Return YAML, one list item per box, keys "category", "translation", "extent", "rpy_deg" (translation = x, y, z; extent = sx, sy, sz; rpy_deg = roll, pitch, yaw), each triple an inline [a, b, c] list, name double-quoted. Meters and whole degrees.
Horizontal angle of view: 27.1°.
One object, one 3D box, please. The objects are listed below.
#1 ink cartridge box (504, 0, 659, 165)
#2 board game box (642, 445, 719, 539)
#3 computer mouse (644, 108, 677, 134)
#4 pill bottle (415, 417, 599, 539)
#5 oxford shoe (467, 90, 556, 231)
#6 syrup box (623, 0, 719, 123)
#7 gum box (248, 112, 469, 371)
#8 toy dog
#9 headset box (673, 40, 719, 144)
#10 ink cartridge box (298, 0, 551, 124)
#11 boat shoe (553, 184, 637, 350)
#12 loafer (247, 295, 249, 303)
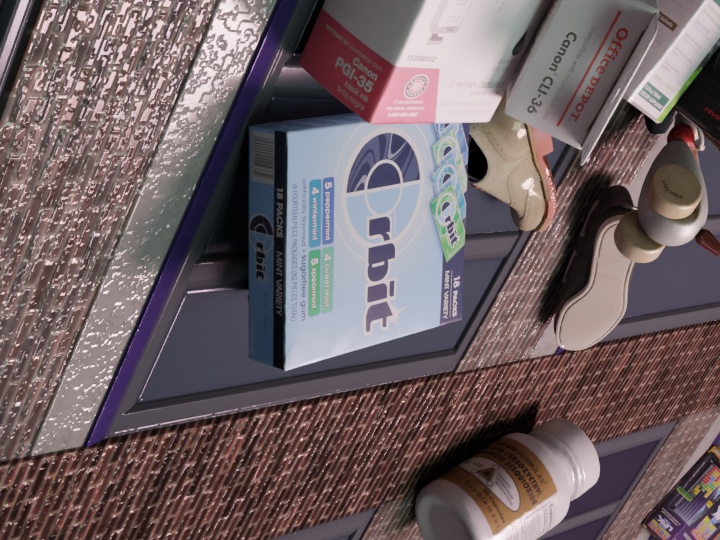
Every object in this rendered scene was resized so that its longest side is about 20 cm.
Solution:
- category: "ink cartridge box"
  translation: [0.159, -0.170, 1.092]
  extent: [0.201, 0.067, 0.117]
  rpy_deg: [-78, -168, -63]
- category: "board game box"
  translation: [0.532, 0.374, 2.340]
  extent: [0.166, 0.057, 0.200]
  rpy_deg: [-48, 150, -1]
- category: "computer mouse"
  translation: [0.320, -0.217, 1.394]
  extent: [0.201, 0.034, 0.059]
  rpy_deg: [-59, 171, 5]
- category: "pill bottle"
  translation: [0.167, 0.246, 1.655]
  extent: [0.199, 0.114, 0.115]
  rpy_deg: [-27, 145, -32]
- category: "oxford shoe"
  translation: [0.123, -0.091, 1.268]
  extent: [0.073, 0.071, 0.201]
  rpy_deg: [-18, 148, 0]
- category: "syrup box"
  translation: [0.273, -0.234, 1.258]
  extent: [0.201, 0.081, 0.078]
  rpy_deg: [-53, 150, 12]
- category: "gum box"
  translation: [0.002, -0.031, 1.117]
  extent: [0.199, 0.044, 0.172]
  rpy_deg: [-13, 110, -44]
- category: "toy dog"
  translation: [0.321, -0.086, 1.412]
  extent: [0.201, 0.096, 0.132]
  rpy_deg: [-59, 178, -14]
- category: "headset box"
  translation: [0.346, -0.216, 1.307]
  extent: [0.201, 0.149, 0.075]
  rpy_deg: [-51, 151, 9]
- category: "ink cartridge box"
  translation: [0.064, -0.206, 1.018]
  extent: [0.146, 0.083, 0.201]
  rpy_deg: [-7, 132, -48]
- category: "boat shoe"
  translation: [0.243, -0.001, 1.519]
  extent: [0.066, 0.057, 0.201]
  rpy_deg: [8, 136, -7]
- category: "loafer"
  translation: [0.000, 0.000, 1.196]
  extent: [0.198, 0.072, 0.064]
  rpy_deg: [-10, 130, -43]
